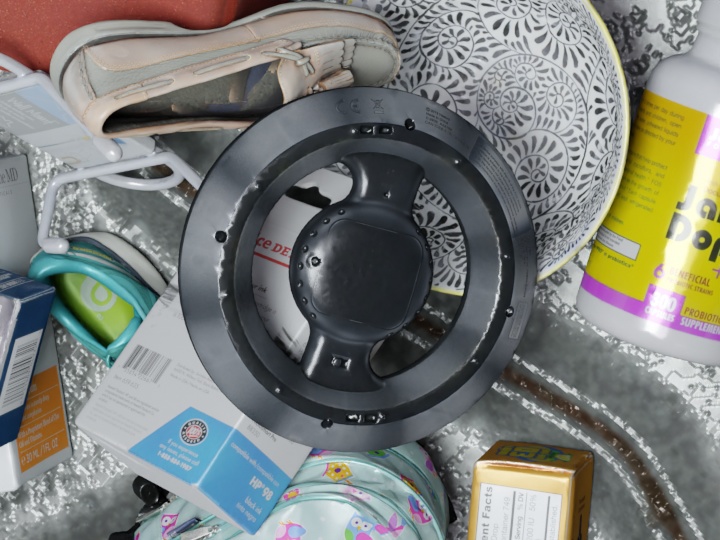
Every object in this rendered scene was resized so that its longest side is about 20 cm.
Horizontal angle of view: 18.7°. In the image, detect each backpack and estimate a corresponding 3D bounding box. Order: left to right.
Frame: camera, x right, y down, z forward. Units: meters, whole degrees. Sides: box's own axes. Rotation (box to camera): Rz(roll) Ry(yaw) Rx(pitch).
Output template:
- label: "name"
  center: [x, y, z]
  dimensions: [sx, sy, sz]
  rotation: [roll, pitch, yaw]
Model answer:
- label: "backpack"
  center: [-0.037, 0.177, 1.299]
  dimensions: [0.200, 0.127, 0.167]
  rotation: [-32, 111, 20]

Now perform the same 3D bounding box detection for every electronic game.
- label: "electronic game"
  center: [0.000, 0.000, 1.185]
  dimensions: [0.200, 0.042, 0.200]
  rotation: [-2, 99, -13]

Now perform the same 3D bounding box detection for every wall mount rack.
- label: "wall mount rack"
  center: [-0.158, -0.062, 1.251]
  dimensions: [0.174, 0.200, 0.075]
  rotation: [-8, 66, 36]

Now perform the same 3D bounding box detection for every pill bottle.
- label: "pill bottle"
  center: [0.200, -0.054, 1.246]
  dimensions: [0.104, 0.104, 0.200]
  rotation: [19, 101, 10]

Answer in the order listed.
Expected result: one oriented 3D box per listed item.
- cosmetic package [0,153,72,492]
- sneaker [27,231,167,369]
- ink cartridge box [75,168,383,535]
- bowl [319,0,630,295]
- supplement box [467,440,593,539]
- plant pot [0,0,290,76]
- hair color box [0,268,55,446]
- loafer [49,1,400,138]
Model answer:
- label: "cosmetic package"
  center: [-0.242, 0.033, 1.360]
  dimensions: [0.071, 0.101, 0.200]
  rotation: [-7, 96, 14]
- label: "sneaker"
  center: [-0.125, 0.054, 1.346]
  dimensions: [0.200, 0.080, 0.078]
  rotation: [36, 103, 6]
- label: "ink cartridge box"
  center: [-0.058, 0.038, 1.260]
  dimensions: [0.116, 0.067, 0.200]
  rotation: [22, 72, 43]
- label: "bowl"
  center: [0.080, -0.089, 1.264]
  dimensions: [0.201, 0.094, 0.201]
  rotation: [4, 98, 29]
- label: "supplement box"
  center: [0.097, 0.207, 1.322]
  dimensions: [0.069, 0.067, 0.200]
  rotation: [9, 98, 15]
- label: "plant pot"
  center: [-0.127, -0.205, 1.265]
  dimensions: [0.200, 0.200, 0.176]
  rotation: [11, 112, 12]
- label: "hair color box"
  center: [-0.291, 0.028, 1.287]
  dimensions: [0.200, 0.061, 0.100]
  rotation: [18, 101, 12]
- label: "loafer"
  center: [-0.066, -0.099, 1.184]
  dimensions: [0.200, 0.063, 0.072]
  rotation: [-6, 135, -24]
